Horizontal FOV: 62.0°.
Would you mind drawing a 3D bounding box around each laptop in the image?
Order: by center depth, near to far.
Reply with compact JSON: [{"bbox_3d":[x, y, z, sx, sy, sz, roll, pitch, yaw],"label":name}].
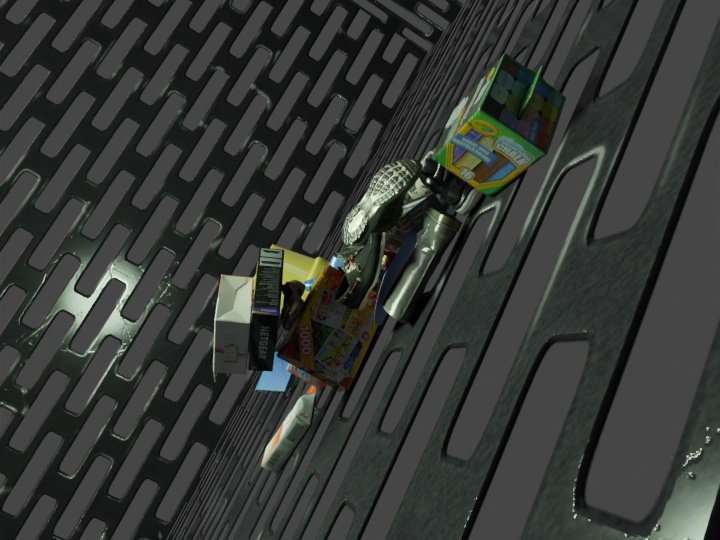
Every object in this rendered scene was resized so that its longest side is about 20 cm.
[{"bbox_3d":[-0.218,0.268,1.809,0.200,0.103,0.178,-54,12,35],"label":"laptop"}]

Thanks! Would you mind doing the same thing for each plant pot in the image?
[{"bbox_3d":[-0.187,0.033,1.617,0.202,0.188,0.201,-58,10,16],"label":"plant pot"}]

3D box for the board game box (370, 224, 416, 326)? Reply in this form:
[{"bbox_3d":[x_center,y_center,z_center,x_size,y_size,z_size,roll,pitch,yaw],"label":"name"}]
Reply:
[{"bbox_3d":[0.051,0.006,1.134,0.159,0.039,0.201,92,-156,-51],"label":"board game box"}]

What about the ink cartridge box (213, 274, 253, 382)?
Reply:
[{"bbox_3d":[-0.249,0.120,1.172,0.201,0.067,0.117,106,165,-44],"label":"ink cartridge box"}]

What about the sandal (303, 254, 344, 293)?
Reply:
[{"bbox_3d":[-0.054,-0.001,1.494,0.198,0.088,0.080,-22,19,-4],"label":"sandal"}]

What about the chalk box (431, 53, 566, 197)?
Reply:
[{"bbox_3d":[0.221,-0.227,0.915,0.125,0.123,0.200,-63,11,-24],"label":"chalk box"}]

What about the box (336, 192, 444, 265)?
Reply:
[{"bbox_3d":[0.061,-0.078,1.259,0.200,0.050,0.157,-39,11,-19],"label":"box"}]

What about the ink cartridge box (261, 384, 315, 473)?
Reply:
[{"bbox_3d":[-0.167,0.357,1.434,0.163,0.050,0.200,-57,13,18],"label":"ink cartridge box"}]

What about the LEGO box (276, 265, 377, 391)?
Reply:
[{"bbox_3d":[-0.054,0.117,1.208,0.201,0.148,0.077,-64,11,-21],"label":"LEGO box"}]

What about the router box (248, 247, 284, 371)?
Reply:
[{"bbox_3d":[-0.186,0.080,1.179,0.201,0.052,0.158,106,166,-48],"label":"router box"}]

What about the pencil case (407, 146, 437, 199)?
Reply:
[{"bbox_3d":[0.170,-0.213,1.284,0.200,0.089,0.079,140,130,-66],"label":"pencil case"}]

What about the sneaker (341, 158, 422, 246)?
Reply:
[{"bbox_3d":[0.051,-0.118,1.098,0.200,0.088,0.077,-48,47,21],"label":"sneaker"}]

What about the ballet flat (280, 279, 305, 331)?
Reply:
[{"bbox_3d":[-0.139,0.061,1.173,0.068,0.046,0.200,-59,11,15],"label":"ballet flat"}]

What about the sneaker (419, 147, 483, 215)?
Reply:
[{"bbox_3d":[0.171,-0.192,1.093,0.076,0.113,0.201,-51,13,40],"label":"sneaker"}]

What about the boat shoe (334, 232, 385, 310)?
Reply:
[{"bbox_3d":[0.000,0.002,1.099,0.202,0.063,0.074,114,168,-50],"label":"boat shoe"}]

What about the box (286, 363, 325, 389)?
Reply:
[{"bbox_3d":[-0.086,0.163,1.427,0.095,0.102,0.201,-49,13,48],"label":"box"}]

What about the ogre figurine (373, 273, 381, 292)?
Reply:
[{"bbox_3d":[0.015,0.021,1.336,0.120,0.097,0.201,-81,18,-51],"label":"ogre figurine"}]

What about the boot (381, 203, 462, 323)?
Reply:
[{"bbox_3d":[0.107,-0.015,1.084,0.182,0.072,0.201,-69,1,-78],"label":"boot"}]
